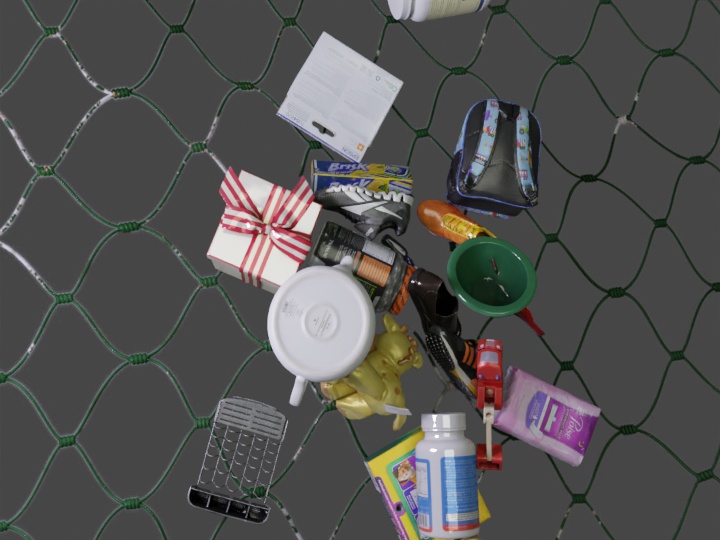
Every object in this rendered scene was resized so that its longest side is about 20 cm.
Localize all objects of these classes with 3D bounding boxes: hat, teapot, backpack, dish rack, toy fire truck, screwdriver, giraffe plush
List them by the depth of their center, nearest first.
[{"bbox_3d":[-0.065,0.097,1.182,0.195,0.146,0.202,-24,82,-5],"label":"teapot"},{"bbox_3d":[0.231,0.242,1.252,0.047,0.204,0.143,0,39,12],"label":"toy fire truck"},{"bbox_3d":[-0.217,0.340,1.274,0.149,0.055,0.206,16,80,-7],"label":"dish rack"},{"bbox_3d":[0.036,0.175,1.292,0.195,0.175,0.164,13,52,24],"label":"giraffe plush"},{"bbox_3d":[0.253,0.062,1.356,0.164,0.178,0.200,-36,63,-20],"label":"hat"},{"bbox_3d":[0.265,-0.223,1.382,0.177,0.135,0.207,9,81,-6],"label":"backpack"},{"bbox_3d":[0.115,0.004,1.384,0.029,0.028,0.200,-43,91,19],"label":"screwdriver"}]

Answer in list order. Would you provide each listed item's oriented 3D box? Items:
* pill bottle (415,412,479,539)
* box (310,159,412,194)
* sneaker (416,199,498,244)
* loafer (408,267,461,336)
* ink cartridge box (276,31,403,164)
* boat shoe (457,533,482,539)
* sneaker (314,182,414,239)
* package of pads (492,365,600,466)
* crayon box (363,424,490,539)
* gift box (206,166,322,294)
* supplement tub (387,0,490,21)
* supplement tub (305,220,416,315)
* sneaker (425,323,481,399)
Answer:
[{"bbox_3d":[0.153,0.358,1.237,0.108,0.112,0.207,0,81,-8],"label":"pill bottle"},{"bbox_3d":[0.000,-0.165,1.359,0.193,0.065,0.072,2,123,-9],"label":"box"},{"bbox_3d":[0.203,-0.085,1.384,0.196,0.077,0.074,28,81,-2],"label":"sneaker"},{"bbox_3d":[0.151,0.080,1.308,0.074,0.070,0.201,-56,137,-22],"label":"loafer"},{"bbox_3d":[-0.041,-0.341,1.402,0.196,0.041,0.204,31,79,-3],"label":"ink cartridge box"},{"bbox_3d":[0.147,0.554,1.290,0.199,0.066,0.074,-42,89,-11],"label":"boat shoe"},{"bbox_3d":[0.006,-0.106,1.299,0.193,0.066,0.094,5,76,-11],"label":"sneaker"},{"bbox_3d":[0.354,0.282,1.355,0.196,0.076,0.123,26,82,-4],"label":"package of pads"},{"bbox_3d":[0.124,0.408,1.312,0.169,0.058,0.204,-26,86,-12],"label":"crayon box"},{"bbox_3d":[-0.174,-0.076,1.272,0.179,0.187,0.206,17,81,-6],"label":"gift box"},{"bbox_3d":[0.158,-0.589,1.413,0.194,0.145,0.150,-13,84,-10],"label":"supplement tub"},{"bbox_3d":[0.000,0.000,1.319,0.196,0.123,0.125,25,79,-4],"label":"supplement tub"},{"bbox_3d":[0.192,0.152,1.323,0.090,0.069,0.202,-46,126,-18],"label":"sneaker"}]
